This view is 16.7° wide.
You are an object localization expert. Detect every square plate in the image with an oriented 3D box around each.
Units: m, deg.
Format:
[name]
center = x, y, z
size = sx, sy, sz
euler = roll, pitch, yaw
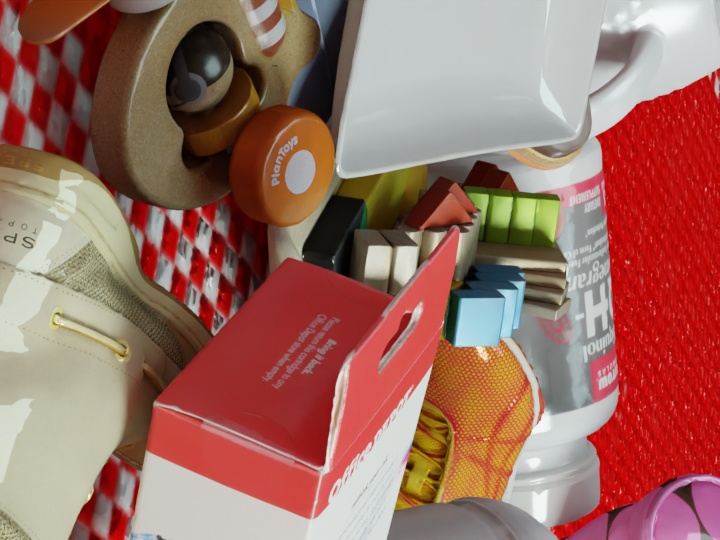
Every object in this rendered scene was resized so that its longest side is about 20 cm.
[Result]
[square plate]
center = 0.052, -0.145, 1.029
size = 0.200, 0.028, 0.199
euler = -12, 116, -55

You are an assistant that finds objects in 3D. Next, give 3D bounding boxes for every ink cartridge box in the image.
[ink cartridge box]
center = -0.030, 0.078, 0.880
size = 0.116, 0.067, 0.200
euler = -50, 157, -56

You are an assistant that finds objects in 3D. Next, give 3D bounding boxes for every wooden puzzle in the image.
[wooden puzzle]
center = 0.000, 0.000, 1.138
size = 0.200, 0.037, 0.185
euler = -68, 162, -47

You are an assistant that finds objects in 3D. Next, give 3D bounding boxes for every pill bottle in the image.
[pill bottle]
center = 0.079, 0.030, 1.291
size = 0.111, 0.110, 0.200
euler = -38, 125, -65

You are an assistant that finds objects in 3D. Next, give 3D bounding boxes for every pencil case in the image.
[pencil case]
center = 0.132, 0.172, 1.307
size = 0.094, 0.200, 0.091
euler = -30, 90, -39

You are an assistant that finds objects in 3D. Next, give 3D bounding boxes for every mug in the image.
[mug]
center = 0.100, -0.134, 1.255
size = 0.148, 0.175, 0.200
euler = 70, 28, -42

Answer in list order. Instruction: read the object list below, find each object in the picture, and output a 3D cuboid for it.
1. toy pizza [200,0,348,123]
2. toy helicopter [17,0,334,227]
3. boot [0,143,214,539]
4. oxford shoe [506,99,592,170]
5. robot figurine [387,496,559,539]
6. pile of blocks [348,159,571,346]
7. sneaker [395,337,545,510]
[toy pizza]
center = -0.039, -0.143, 1.084
size = 0.200, 0.032, 0.201
euler = 2, 90, -72
[toy helicopter]
center = -0.053, -0.122, 0.940
size = 0.132, 0.079, 0.200
euler = 27, 82, -52
[boot]
center = -0.109, 0.069, 0.846
size = 0.200, 0.073, 0.156
euler = 68, 34, -59
[oxford shoe]
center = 0.063, -0.139, 1.126
size = 0.071, 0.073, 0.200
euler = -38, 106, -37
[robot figurine]
center = 0.016, 0.160, 1.049
size = 0.200, 0.170, 0.113
euler = -7, 103, -30
[pile of blocks]
center = 0.053, -0.012, 1.112
size = 0.200, 0.082, 0.062
euler = -39, 139, -65
[sneaker]
center = 0.042, 0.093, 1.196
size = 0.077, 0.073, 0.200
euler = -48, 151, -37
